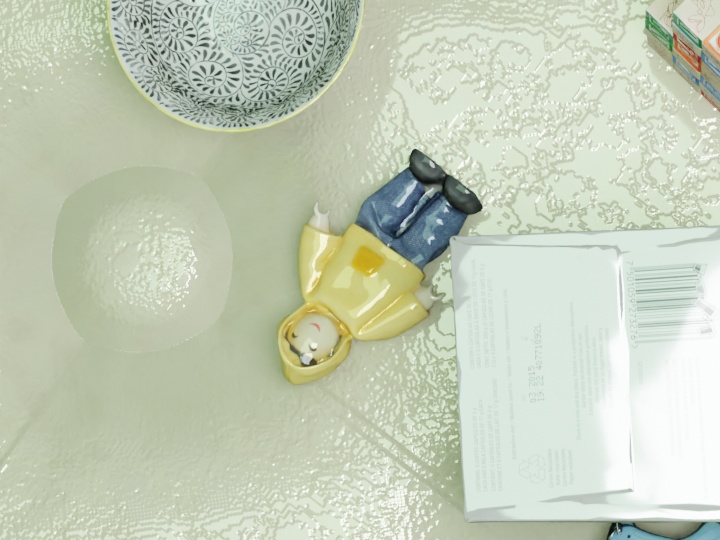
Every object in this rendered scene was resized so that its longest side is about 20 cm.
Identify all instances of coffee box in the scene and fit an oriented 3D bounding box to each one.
[{"bbox_3d":[0.179,0.078,1.505,0.199,0.198,0.201,-3,85,11],"label":"coffee box"}]

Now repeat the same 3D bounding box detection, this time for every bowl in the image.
[{"bbox_3d":[-0.087,-0.198,1.628,0.200,0.094,0.202,-1,84,10],"label":"bowl"}]

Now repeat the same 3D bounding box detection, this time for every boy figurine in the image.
[{"bbox_3d":[0.000,0.000,1.611,0.124,0.064,0.200,42,88,8],"label":"boy figurine"}]

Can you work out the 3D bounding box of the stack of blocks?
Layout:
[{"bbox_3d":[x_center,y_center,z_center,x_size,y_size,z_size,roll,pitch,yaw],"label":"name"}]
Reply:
[{"bbox_3d":[0.264,-0.164,1.515,0.059,0.200,0.115,-44,81,3],"label":"stack of blocks"}]

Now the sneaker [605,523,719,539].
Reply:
[{"bbox_3d":[0.187,0.231,1.561,0.199,0.078,0.090,-12,68,1],"label":"sneaker"}]
